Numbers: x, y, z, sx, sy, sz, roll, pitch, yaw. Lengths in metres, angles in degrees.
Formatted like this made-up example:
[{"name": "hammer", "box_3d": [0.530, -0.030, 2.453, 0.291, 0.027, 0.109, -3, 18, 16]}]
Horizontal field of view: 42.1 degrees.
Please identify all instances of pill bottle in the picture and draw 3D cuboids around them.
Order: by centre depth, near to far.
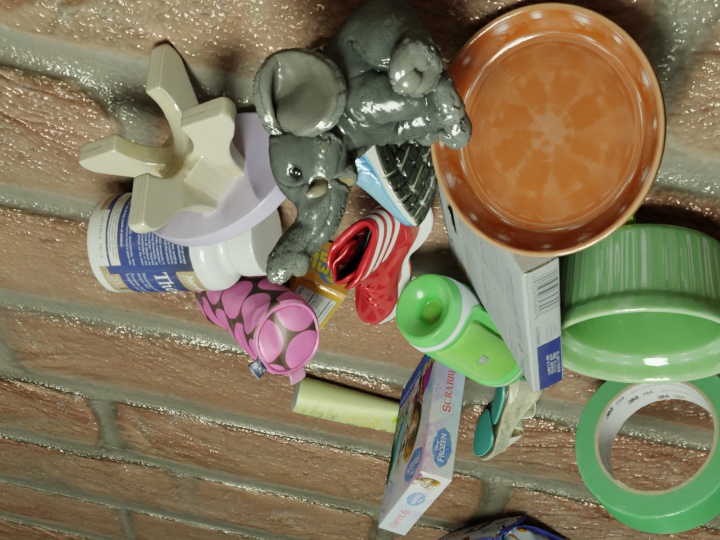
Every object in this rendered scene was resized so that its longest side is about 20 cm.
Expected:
[{"name": "pill bottle", "box_3d": [-0.190, -0.034, 1.028, 0.195, 0.113, 0.112, -2, 142, 20]}]

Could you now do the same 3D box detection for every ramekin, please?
[{"name": "ramekin", "box_3d": [0.290, 0.035, 0.955, 0.195, 0.100, 0.201, 6, 155, 3]}]

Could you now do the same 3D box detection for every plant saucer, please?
[{"name": "plant saucer", "box_3d": [0.153, -0.114, 0.773, 0.196, 0.205, 0.032, -9, -179, 28]}]

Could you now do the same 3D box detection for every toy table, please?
[{"name": "toy table", "box_3d": [-0.165, -0.104, 0.885, 0.197, 0.188, 0.117, -23, 149, 25]}]

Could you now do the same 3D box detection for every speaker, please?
[{"name": "speaker", "box_3d": [0.121, 0.072, 1.061, 0.087, 0.090, 0.199, -13, 153, 32]}]

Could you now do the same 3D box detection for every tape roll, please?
[{"name": "tape roll", "box_3d": [0.352, 0.203, 1.098, 0.197, 0.204, 0.048, -13, 138, 32]}]

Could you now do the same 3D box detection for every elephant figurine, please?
[{"name": "elephant figurine", "box_3d": [-0.023, -0.118, 0.745, 0.197, 0.156, 0.143, -28, 122, 8]}]

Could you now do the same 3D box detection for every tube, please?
[{"name": "tube", "box_3d": [0.000, 0.200, 1.343, 0.196, 0.053, 0.058, 15, -174, -12]}]

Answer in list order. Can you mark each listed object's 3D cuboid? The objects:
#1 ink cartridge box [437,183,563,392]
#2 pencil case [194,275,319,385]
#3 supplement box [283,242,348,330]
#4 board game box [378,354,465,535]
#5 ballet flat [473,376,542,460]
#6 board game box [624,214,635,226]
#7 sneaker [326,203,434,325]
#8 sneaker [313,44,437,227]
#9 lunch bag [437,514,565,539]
[{"name": "ink cartridge box", "box_3d": [0.135, -0.014, 0.916, 0.043, 0.202, 0.198, -23, 142, -3]}, {"name": "pencil case", "box_3d": [-0.121, 0.052, 1.059, 0.199, 0.090, 0.095, 32, 149, 57]}, {"name": "supplement box", "box_3d": [-0.071, 0.042, 1.134, 0.068, 0.068, 0.200, 25, 142, -12]}, {"name": "board game box", "box_3d": [0.081, 0.205, 1.189, 0.040, 0.203, 0.201, 16, 144, -5]}, {"name": "ballet flat", "box_3d": [0.202, 0.204, 1.269, 0.061, 0.069, 0.202, 4, 145, -5]}, {"name": "board game box", "box_3d": [0.184, -0.105, 0.885, 0.132, 0.030, 0.201, -2, 142, 22]}, {"name": "sneaker", "box_3d": [0.000, 0.000, 0.998, 0.078, 0.114, 0.202, 44, 142, 27]}, {"name": "sneaker", "box_3d": [-0.002, -0.122, 0.892, 0.089, 0.079, 0.201, -12, 126, 49]}, {"name": "lunch bag", "box_3d": [0.239, 0.492, 1.598, 0.198, 0.126, 0.168, 29, 143, -34]}]
